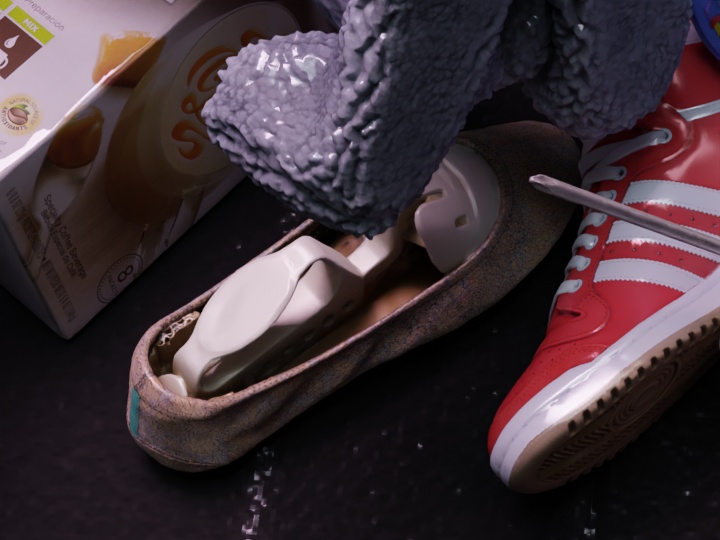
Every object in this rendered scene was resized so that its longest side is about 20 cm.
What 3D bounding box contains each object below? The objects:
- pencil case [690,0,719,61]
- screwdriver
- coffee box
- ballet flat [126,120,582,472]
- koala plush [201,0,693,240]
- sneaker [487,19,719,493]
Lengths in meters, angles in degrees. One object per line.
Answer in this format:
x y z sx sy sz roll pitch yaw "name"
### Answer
0.185 -0.134 0.941 0.078 0.200 0.087 28 55 -12 "pencil case"
0.128 -0.005 0.958 0.029 0.200 0.028 26 97 59 "screwdriver"
-0.076 -0.088 1.071 0.080 0.114 0.200 38 73 27 "coffee box"
0.000 0.000 1.031 0.200 0.067 0.068 -39 61 -13 "ballet flat"
-0.005 -0.145 0.945 0.177 0.184 0.200 -21 41 -39 "koala plush"
0.091 -0.016 1.012 0.112 0.071 0.200 43 67 15 "sneaker"
